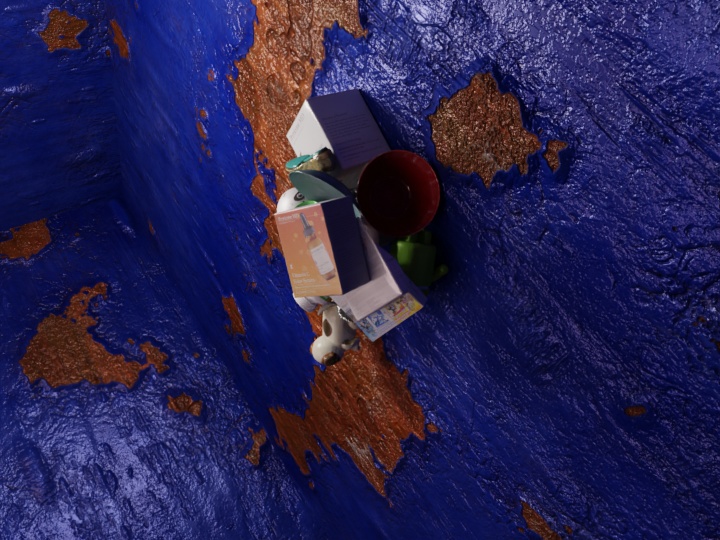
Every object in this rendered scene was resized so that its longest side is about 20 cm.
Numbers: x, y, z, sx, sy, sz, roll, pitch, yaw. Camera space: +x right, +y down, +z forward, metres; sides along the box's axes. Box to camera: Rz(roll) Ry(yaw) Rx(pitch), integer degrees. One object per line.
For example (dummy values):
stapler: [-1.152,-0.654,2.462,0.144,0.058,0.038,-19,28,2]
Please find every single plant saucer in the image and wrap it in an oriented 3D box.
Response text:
plant saucer: [-0.077,-0.189,1.373,0.200,0.039,0.201,28,168,6]

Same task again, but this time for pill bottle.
pill bottle: [-0.103,0.030,1.714,0.200,0.111,0.111,-43,69,12]

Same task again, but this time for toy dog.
toy dog: [-0.074,0.203,1.801,0.139,0.193,0.201,27,94,36]

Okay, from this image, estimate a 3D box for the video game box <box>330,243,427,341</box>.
video game box: [0.035,0.059,1.408,0.182,0.047,0.200,48,130,-4]

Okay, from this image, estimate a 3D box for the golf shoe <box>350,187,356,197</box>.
golf shoe: [0.022,-0.175,1.574,0.200,0.077,0.095,24,141,57]

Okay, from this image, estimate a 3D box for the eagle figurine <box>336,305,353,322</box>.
eagle figurine: [0.049,0.080,1.634,0.200,0.151,0.152,-38,35,43]

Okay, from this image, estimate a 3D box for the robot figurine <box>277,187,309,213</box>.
robot figurine: [-0.127,-0.154,1.553,0.150,0.199,0.125,51,121,41]

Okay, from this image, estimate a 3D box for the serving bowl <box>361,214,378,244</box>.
serving bowl: [-0.011,-0.058,1.485,0.200,0.065,0.202,180,90,-75]

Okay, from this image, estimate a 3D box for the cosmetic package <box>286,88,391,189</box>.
cosmetic package: [-0.057,-0.326,1.491,0.201,0.165,0.167,62,148,8]

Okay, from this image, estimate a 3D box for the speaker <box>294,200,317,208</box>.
speaker: [-0.109,-0.074,1.467,0.088,0.088,0.201,28,146,45]

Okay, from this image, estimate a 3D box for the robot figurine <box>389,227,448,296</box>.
robot figurine: [0.125,-0.007,1.445,0.116,0.174,0.202,-156,73,-64]

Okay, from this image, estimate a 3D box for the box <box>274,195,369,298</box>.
box: [-0.086,-0.051,1.297,0.151,0.106,0.202,-7,101,40]

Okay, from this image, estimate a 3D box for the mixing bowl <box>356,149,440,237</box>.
mixing bowl: [0.081,-0.179,1.387,0.108,0.199,0.202,-172,60,-81]

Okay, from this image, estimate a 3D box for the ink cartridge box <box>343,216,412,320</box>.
ink cartridge box: [0.008,-0.005,1.338,0.161,0.050,0.201,-34,81,40]

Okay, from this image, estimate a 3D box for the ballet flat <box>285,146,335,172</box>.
ballet flat: [-0.123,-0.254,1.424,0.199,0.070,0.071,-1,110,57]

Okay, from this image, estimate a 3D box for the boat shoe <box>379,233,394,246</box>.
boat shoe: [0.028,-0.101,1.617,0.198,0.093,0.075,-11,98,29]
